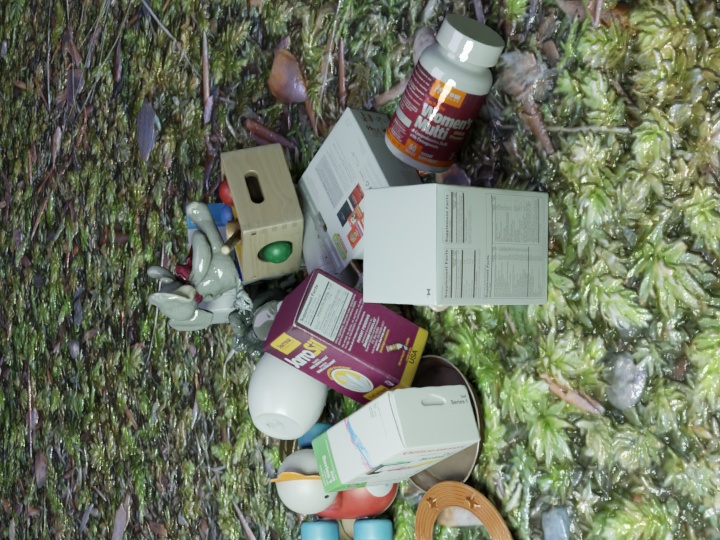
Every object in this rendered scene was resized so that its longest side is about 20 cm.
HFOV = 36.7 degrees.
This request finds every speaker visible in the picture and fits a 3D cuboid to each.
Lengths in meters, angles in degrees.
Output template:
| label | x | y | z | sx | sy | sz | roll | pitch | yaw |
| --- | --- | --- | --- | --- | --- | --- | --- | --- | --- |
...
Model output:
| label | x | y | z | sx | sy | sz | roll | pitch | yaw |
| --- | --- | --- | --- | --- | --- | --- | --- | --- | --- |
| speaker | -0.058 | -0.043 | 1.781 | 0.081 | 0.081 | 0.202 | -38 | 60 | 46 |

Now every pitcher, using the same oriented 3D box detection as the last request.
| label | x | y | z | sx | sy | sz | roll | pitch | yaw |
| --- | --- | --- | --- | --- | --- | --- | --- | --- | --- |
| pitcher | -0.090 | 0.171 | 1.707 | 0.120 | 0.172 | 0.201 | -16 | 44 | 34 |

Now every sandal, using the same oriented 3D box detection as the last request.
| label | x | y | z | sx | sy | sz | roll | pitch | yaw |
| --- | --- | --- | --- | --- | --- | --- | --- | --- | --- |
| sandal | -0.090 | 0.243 | 1.838 | 0.080 | 0.054 | 0.202 | -154 | 74 | -65 |

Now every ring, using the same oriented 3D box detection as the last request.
| label | x | y | z | sx | sy | sz | roll | pitch | yaw |
| --- | --- | --- | --- | --- | --- | --- | --- | --- | --- |
| ring | 0.142 | 0.396 | 1.522 | 0.200 | 0.019 | 0.202 | 15 | 110 | 46 |

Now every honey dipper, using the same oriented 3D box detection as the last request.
| label | x | y | z | sx | sy | sz | roll | pitch | yaw |
| --- | --- | --- | --- | --- | --- | --- | --- | --- | --- |
| honey dipper | 0.000 | 0.000 | 1.703 | 0.201 | 0.038 | 0.038 | 56 | 132 | 21 |

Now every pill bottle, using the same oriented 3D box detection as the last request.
| label | x | y | z | sx | sy | sz | roll | pitch | yaw |
| --- | --- | --- | --- | --- | --- | --- | --- | --- | --- |
| pill bottle | 0.118 | -0.247 | 1.521 | 0.110 | 0.109 | 0.201 | 54 | 130 | 39 |

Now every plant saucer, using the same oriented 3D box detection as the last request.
| label | x | y | z | sx | sy | sz | roll | pitch | yaw |
| --- | --- | --- | --- | --- | --- | --- | --- | --- | --- |
| plant saucer | 0.116 | 0.223 | 1.578 | 0.199 | 0.034 | 0.202 | 0 | 90 | 54 |

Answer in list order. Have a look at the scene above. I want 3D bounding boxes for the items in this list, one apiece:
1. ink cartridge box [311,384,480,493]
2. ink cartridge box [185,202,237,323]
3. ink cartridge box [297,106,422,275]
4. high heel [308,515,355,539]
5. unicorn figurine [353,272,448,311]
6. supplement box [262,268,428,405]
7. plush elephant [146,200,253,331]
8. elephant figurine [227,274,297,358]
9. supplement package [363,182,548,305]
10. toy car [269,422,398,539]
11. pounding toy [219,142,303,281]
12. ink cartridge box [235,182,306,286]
| label | x | y | z | sx | sy | sz | roll | pitch | yaw |
| --- | --- | --- | --- | --- | --- | --- | --- | --- | --- |
| ink cartridge box | 0.048 | 0.236 | 1.521 | 0.200 | 0.144 | 0.085 | -39 | 60 | 46 |
| ink cartridge box | -0.274 | -0.010 | 2.024 | 0.145 | 0.083 | 0.202 | 120 | 144 | -77 |
| ink cartridge box | 0.003 | -0.119 | 1.692 | 0.176 | 0.083 | 0.201 | -51 | 51 | 36 |
| high heel | -0.026 | 0.382 | 1.735 | 0.200 | 0.071 | 0.144 | 43 | 126 | 52 |
| unicorn figurine | 0.052 | 0.006 | 1.594 | 0.199 | 0.074 | 0.139 | 23 | 105 | 35 |
| supplement box | -0.022 | 0.104 | 1.601 | 0.131 | 0.199 | 0.104 | -40 | 24 | 57 |
| plush elephant | -0.287 | 0.019 | 1.836 | 0.201 | 0.154 | 0.165 | 60 | 167 | 27 |
| elephant figurine | -0.129 | 0.118 | 1.836 | 0.200 | 0.140 | 0.157 | 28 | 126 | 57 |
| supplement package | 0.125 | -0.031 | 1.430 | 0.151 | 0.199 | 0.152 | 1 | 90 | 53 |
| toy car | -0.050 | 0.315 | 1.626 | 0.175 | 0.200 | 0.186 | -7 | 76 | 21 |
| pounding toy | -0.174 | -0.080 | 1.756 | 0.185 | 0.141 | 0.201 | 99 | 156 | -59 |
| ink cartridge box | -0.167 | -0.086 | 1.962 | 0.197 | 0.047 | 0.202 | -17 | 74 | 54 |
